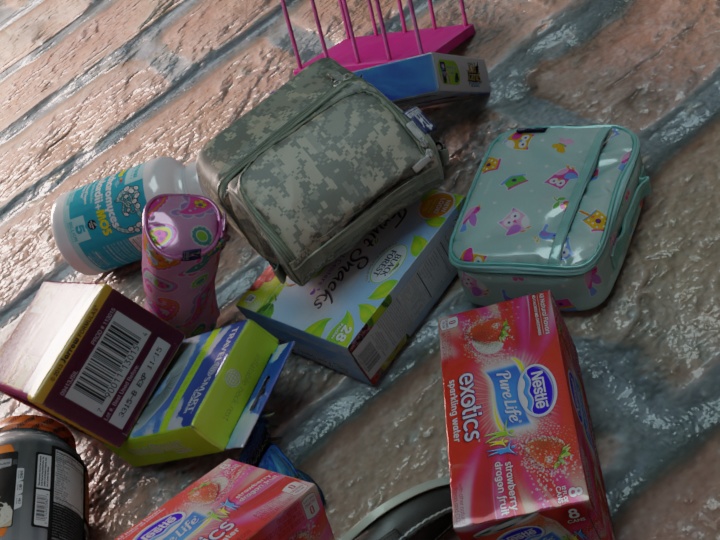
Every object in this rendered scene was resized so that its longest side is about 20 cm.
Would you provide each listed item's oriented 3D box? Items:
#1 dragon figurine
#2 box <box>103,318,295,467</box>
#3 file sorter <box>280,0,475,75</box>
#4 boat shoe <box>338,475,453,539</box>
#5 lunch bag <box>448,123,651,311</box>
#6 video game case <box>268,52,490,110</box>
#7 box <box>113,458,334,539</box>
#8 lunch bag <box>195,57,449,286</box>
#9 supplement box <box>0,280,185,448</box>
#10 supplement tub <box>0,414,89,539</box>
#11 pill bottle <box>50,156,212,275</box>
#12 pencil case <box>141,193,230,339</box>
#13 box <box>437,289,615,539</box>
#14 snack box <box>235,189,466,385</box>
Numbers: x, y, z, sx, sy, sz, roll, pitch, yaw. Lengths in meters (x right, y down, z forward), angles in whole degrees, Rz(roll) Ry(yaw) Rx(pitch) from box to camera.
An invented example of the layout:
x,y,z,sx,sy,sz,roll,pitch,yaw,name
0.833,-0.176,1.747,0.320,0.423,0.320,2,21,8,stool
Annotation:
x,y,z,sx,sy,sz,roll,pitch,yaw,name
-0.072,0.191,0.816,0.099,0.059,0.200,-46,41,-15,dragon figurine
-0.157,0.118,0.902,0.200,0.048,0.122,-20,37,47,box
0.017,-0.331,1.203,0.200,0.126,0.139,3,30,34,file sorter
0.005,0.232,0.718,0.201,0.072,0.061,-31,53,-12,boat shoe
0.182,-0.057,0.891,0.160,0.077,0.200,2,51,34,lunch bag
0.026,-0.204,1.082,0.200,0.046,0.181,-8,5,26,video game case
-0.115,0.219,0.606,0.103,0.095,0.200,3,27,45,box
-0.033,-0.090,0.918,0.200,0.139,0.168,-37,49,-8,lunch bag
-0.287,0.090,0.964,0.200,0.103,0.131,2,59,56,supplement box
-0.312,0.237,0.870,0.122,0.123,0.200,-27,39,6,supplement tub
-0.268,-0.072,1.162,0.200,0.111,0.111,-18,42,16,pill bottle
-0.181,0.004,0.966,0.087,0.200,0.088,6,56,-9,pencil case
0.125,0.124,0.732,0.100,0.096,0.200,-16,43,16,box
0.000,0.000,0.956,0.169,0.068,0.200,18,61,43,snack box
